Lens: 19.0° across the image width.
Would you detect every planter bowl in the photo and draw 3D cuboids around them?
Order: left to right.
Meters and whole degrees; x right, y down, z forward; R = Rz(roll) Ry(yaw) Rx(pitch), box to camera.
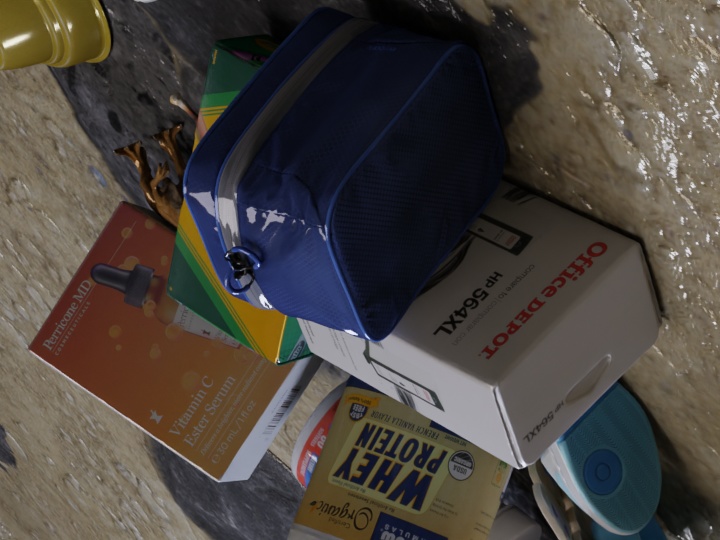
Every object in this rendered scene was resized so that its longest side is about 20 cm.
[{"bbox_3d":[-0.301,-0.224,1.741,0.200,0.083,0.201,39,157,20],"label":"planter bowl"}]

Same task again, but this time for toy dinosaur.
[{"bbox_3d":[-0.157,-0.061,1.777,0.200,0.060,0.106,-167,56,-84],"label":"toy dinosaur"}]

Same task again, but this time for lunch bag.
[{"bbox_3d":[-0.019,-0.057,1.332,0.132,0.200,0.136,18,144,32],"label":"lunch bag"}]

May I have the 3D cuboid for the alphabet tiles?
[{"bbox_3d":[0.177,0.219,1.588,0.196,0.015,0.200,58,-172,-17],"label":"alphabet tiles"}]

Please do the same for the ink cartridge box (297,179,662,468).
[{"bbox_3d":[0.071,0.018,1.387,0.200,0.146,0.084,26,150,40],"label":"ink cartridge box"}]

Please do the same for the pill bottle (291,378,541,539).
[{"bbox_3d":[0.049,0.184,1.777,0.200,0.112,0.112,36,157,24],"label":"pill bottle"}]

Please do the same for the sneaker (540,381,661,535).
[{"bbox_3d":[0.127,0.100,1.525,0.200,0.079,0.131,59,155,-7],"label":"sneaker"}]

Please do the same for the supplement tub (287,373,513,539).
[{"bbox_3d":[0.030,0.179,1.634,0.144,0.200,0.144,20,171,3],"label":"supplement tub"}]

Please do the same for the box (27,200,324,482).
[{"bbox_3d":[-0.146,0.060,1.791,0.200,0.152,0.106,32,-178,10],"label":"box"}]

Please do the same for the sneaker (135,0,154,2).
[{"bbox_3d":[-0.161,-0.236,1.475,0.200,0.070,0.080,18,143,52],"label":"sneaker"}]

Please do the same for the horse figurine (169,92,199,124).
[{"bbox_3d":[-0.078,-0.073,1.639,0.132,0.050,0.200,39,161,33],"label":"horse figurine"}]

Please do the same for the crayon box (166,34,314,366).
[{"bbox_3d":[-0.061,-0.050,1.502,0.119,0.058,0.200,31,120,34],"label":"crayon box"}]

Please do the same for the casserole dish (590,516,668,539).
[{"bbox_3d":[0.213,0.242,1.529,0.121,0.039,0.200,50,-164,-44],"label":"casserole dish"}]
